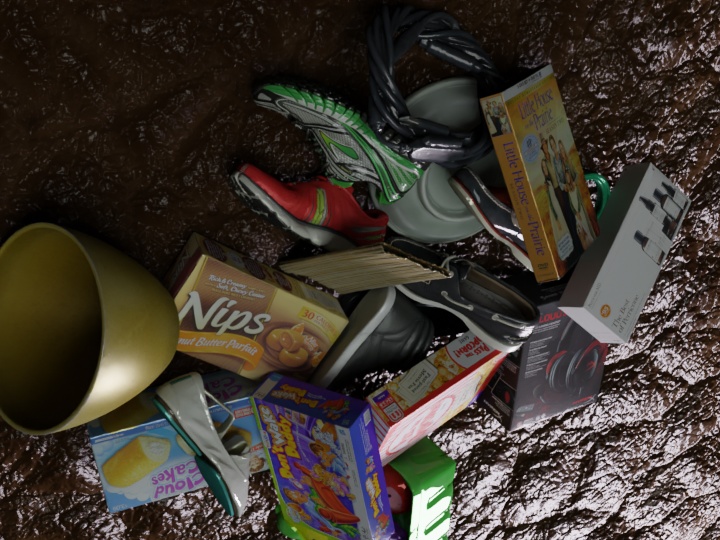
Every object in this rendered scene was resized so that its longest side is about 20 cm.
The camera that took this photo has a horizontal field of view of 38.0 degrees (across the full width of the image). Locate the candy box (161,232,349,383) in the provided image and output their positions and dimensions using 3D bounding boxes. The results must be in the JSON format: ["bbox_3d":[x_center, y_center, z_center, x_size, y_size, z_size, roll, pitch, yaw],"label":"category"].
[{"bbox_3d":[-0.126,0.052,1.158,0.199,0.055,0.116,26,107,-31],"label":"candy box"}]

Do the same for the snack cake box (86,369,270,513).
[{"bbox_3d":[-0.206,0.192,1.203,0.199,0.067,0.116,-14,122,-13],"label":"snack cake box"}]

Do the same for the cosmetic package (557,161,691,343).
[{"bbox_3d":[0.312,-0.021,1.226,0.082,0.051,0.201,35,73,-22],"label":"cosmetic package"}]

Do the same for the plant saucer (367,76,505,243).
[{"bbox_3d":[0.107,-0.111,1.156,0.199,0.050,0.201,-10,122,-15],"label":"plant saucer"}]

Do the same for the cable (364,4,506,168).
[{"bbox_3d":[0.076,-0.187,1.058,0.199,0.164,0.051,-5,168,-43],"label":"cable"}]

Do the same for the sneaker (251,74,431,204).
[{"bbox_3d":[-0.025,-0.131,1.060,0.199,0.078,0.085,29,102,-18],"label":"sneaker"}]

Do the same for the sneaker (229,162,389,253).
[{"bbox_3d":[-0.052,-0.075,1.116,0.199,0.077,0.085,28,87,-35],"label":"sneaker"}]

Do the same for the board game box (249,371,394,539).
[{"bbox_3d":[-0.041,0.219,1.179,0.045,0.134,0.201,-46,137,-40],"label":"board game box"}]

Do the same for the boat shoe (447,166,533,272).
[{"bbox_3d":[0.162,-0.064,1.127,0.063,0.071,0.200,-41,138,13],"label":"boat shoe"}]

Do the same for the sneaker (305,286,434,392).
[{"bbox_3d":[0.007,0.109,1.209,0.099,0.071,0.200,31,115,-24],"label":"sneaker"}]

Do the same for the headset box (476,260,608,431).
[{"bbox_3d":[0.231,0.080,1.285,0.148,0.075,0.201,-13,123,-28],"label":"headset box"}]

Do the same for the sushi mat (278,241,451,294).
[{"bbox_3d":[0.000,0.000,1.109,0.095,0.199,0.012,20,73,-31],"label":"sushi mat"}]

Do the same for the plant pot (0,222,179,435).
[{"bbox_3d":[-0.266,0.059,1.045,0.142,0.200,0.201,5,120,-53],"label":"plant pot"}]

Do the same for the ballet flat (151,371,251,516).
[{"bbox_3d":[-0.157,0.190,1.147,0.069,0.070,0.201,-27,124,-4],"label":"ballet flat"}]

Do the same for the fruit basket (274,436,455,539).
[{"bbox_3d":[0.005,0.306,1.315,0.215,0.155,0.217,-21,127,-30],"label":"fruit basket"}]

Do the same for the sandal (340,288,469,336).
[{"bbox_3d":[0.074,0.053,1.243,0.199,0.043,0.077,-5,121,-18],"label":"sandal"}]

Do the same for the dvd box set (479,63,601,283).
[{"bbox_3d":[0.194,-0.106,1.104,0.029,0.146,0.201,-11,104,34],"label":"dvd box set"}]

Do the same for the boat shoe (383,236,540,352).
[{"bbox_3d":[0.110,0.016,1.173,0.199,0.074,0.060,36,140,2],"label":"boat shoe"}]

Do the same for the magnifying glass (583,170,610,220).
[{"bbox_3d":[0.226,-0.093,1.199,0.199,0.022,0.080,20,97,-47],"label":"magnifying glass"}]

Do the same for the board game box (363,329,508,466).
[{"bbox_3d":[0.076,0.149,1.219,0.199,0.046,0.152,-30,158,-29],"label":"board game box"}]
